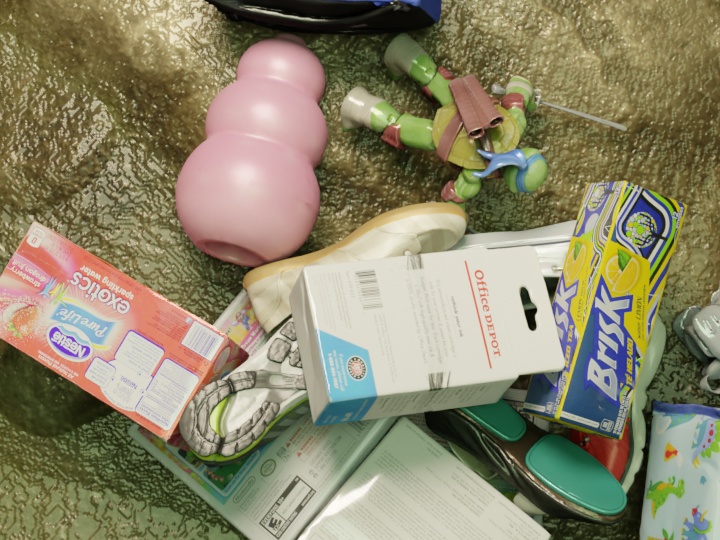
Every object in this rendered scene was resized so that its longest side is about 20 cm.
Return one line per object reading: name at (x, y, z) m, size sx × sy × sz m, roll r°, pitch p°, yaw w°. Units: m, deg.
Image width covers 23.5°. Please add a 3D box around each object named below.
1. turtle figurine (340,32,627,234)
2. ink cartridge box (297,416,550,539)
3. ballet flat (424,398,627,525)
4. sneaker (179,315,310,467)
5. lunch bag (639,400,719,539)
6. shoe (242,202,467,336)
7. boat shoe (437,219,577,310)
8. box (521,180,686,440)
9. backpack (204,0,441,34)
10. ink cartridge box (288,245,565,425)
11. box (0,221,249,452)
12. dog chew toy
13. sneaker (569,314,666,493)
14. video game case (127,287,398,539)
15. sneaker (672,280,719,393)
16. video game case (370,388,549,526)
turtle figurine at (0.092, -0.108, 1.511) m, size 0.193 × 0.200 × 0.145 m, roll 36°, pitch 113°, yaw 23°
ink cartridge box at (0.033, 0.244, 1.411) m, size 0.161 × 0.050 × 0.200 m, roll 38°, pitch 73°, yaw 12°
ballet flat at (0.134, 0.157, 1.443) m, size 0.200 × 0.069 × 0.068 m, roll 38°, pitch 44°, yaw 20°
sneaker at (-0.066, 0.094, 1.427) m, size 0.199 × 0.081 × 0.074 m, roll -31°, pitch 78°, yaw -19°
lunch bag at (0.345, 0.208, 1.467) m, size 0.199 × 0.127 × 0.171 m, roll 12°, pitch 85°, yaw -32°
shoe at (0.000, 0.000, 1.454) m, size 0.199 × 0.070 × 0.054 m, roll -21°, pitch 64°, yaw 8°
boat shoe at (0.124, 0.008, 1.479) m, size 0.199 × 0.074 × 0.067 m, roll -16°, pitch 58°, yaw 11°
box at (0.198, 0.032, 1.411) m, size 0.064 × 0.070 × 0.201 m, roll 18°, pitch 85°, yaw -20°
backpack at (-0.035, -0.284, 1.477) m, size 0.198 × 0.162 × 0.169 m, roll 1°, pitch 86°, yaw 11°
ink cartridge box at (0.052, 0.051, 1.391) m, size 0.198 × 0.067 × 0.117 m, roll -5°, pitch 68°, yaw -16°
box at (-0.206, 0.057, 1.447) m, size 0.199 × 0.095 × 0.103 m, roll 29°, pitch 83°, yaw 13°
dog chew toy at (-0.084, -0.108, 1.482) m, size 0.124 × 0.125 × 0.201 m, roll 14°, pitch 75°, yaw -2°
sneaker at (0.197, 0.113, 1.481) m, size 0.085 × 0.077 × 0.201 m, roll 24°, pitch 71°, yaw -34°
video game case at (-0.072, 0.115, 1.473) m, size 0.182 × 0.024 × 0.200 m, roll 37°, pitch 83°, yaw 23°
sneaker at (0.331, 0.009, 1.509) m, size 0.114 × 0.075 × 0.201 m, roll -12°, pitch 88°, yaw -7°
video game case at (0.058, 0.180, 1.476) m, size 0.198 × 0.022 × 0.184 m, roll 8°, pitch 66°, yaw -1°
